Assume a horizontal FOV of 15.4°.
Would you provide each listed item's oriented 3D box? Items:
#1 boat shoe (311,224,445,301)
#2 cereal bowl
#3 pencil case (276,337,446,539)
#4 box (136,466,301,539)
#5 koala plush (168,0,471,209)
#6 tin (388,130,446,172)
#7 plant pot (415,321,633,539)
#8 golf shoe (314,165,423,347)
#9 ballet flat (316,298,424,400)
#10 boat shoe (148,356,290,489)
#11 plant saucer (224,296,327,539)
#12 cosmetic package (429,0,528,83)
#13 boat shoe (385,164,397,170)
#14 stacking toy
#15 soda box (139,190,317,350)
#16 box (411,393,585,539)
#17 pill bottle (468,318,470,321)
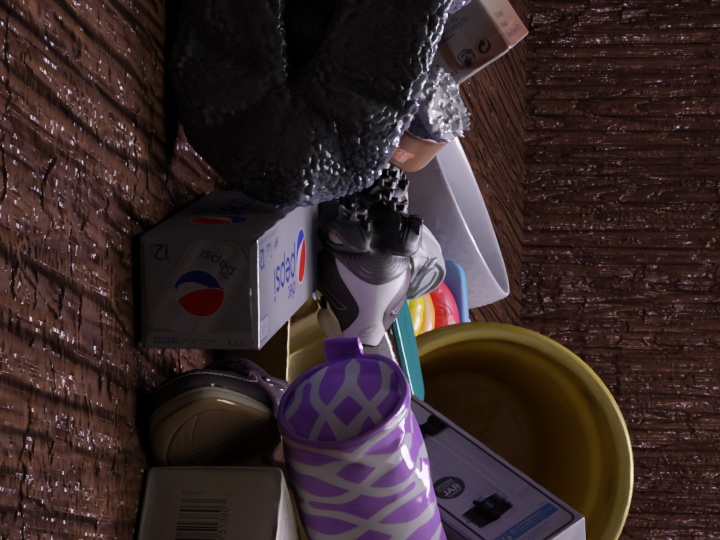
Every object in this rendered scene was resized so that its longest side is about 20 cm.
[{"bbox_3d":[0.001,-0.001,1.802,0.065,0.074,0.202,59,18,23],"label":"boat shoe"},{"bbox_3d":[0.048,-0.056,2.178,0.200,0.083,0.200,-21,90,-81],"label":"cereal bowl"},{"bbox_3d":[0.009,0.141,1.518,0.086,0.084,0.200,-74,158,-49],"label":"pencil case"},{"bbox_3d":[-0.071,0.200,1.502,0.200,0.078,0.095,79,13,-53],"label":"box"},{"bbox_3d":[-0.021,-0.122,1.577,0.200,0.177,0.184,20,83,-81],"label":"koala plush"},{"bbox_3d":[0.000,-0.143,1.795,0.112,0.042,0.200,32,26,-34],"label":"tin"},{"bbox_3d":[0.077,0.134,1.874,0.189,0.201,0.201,-168,-101,-84],"label":"plant pot"},{"bbox_3d":[-0.008,-0.015,1.671,0.200,0.078,0.095,-98,-165,-73],"label":"golf shoe"},{"bbox_3d":[0.019,0.103,1.742,0.069,0.069,0.200,-63,138,-72],"label":"ballet flat"},{"bbox_3d":[-0.076,0.083,1.522,0.065,0.072,0.200,68,14,20],"label":"boat shoe"},{"bbox_3d":[-0.054,0.117,1.714,0.200,0.048,0.200,50,41,-78],"label":"plant saucer"},{"bbox_3d":[0.015,-0.208,1.710,0.200,0.087,0.103,55,16,-4],"label":"cosmetic package"},{"bbox_3d":[-0.006,-0.091,1.923,0.202,0.075,0.086,74,0,-83],"label":"boat shoe"},{"bbox_3d":[0.000,0.027,1.950,0.200,0.116,0.110,38,49,-65],"label":"stacking toy"},{"bbox_3d":[-0.072,-0.003,1.514,0.200,0.068,0.063,-50,140,-78],"label":"soda box"},{"bbox_3d":[0.049,0.153,1.619,0.060,0.200,0.117,-32,135,-27],"label":"box"},{"bbox_3d":[0.044,0.093,2.150,0.200,0.111,0.111,-68,157,-68],"label":"pill bottle"}]
